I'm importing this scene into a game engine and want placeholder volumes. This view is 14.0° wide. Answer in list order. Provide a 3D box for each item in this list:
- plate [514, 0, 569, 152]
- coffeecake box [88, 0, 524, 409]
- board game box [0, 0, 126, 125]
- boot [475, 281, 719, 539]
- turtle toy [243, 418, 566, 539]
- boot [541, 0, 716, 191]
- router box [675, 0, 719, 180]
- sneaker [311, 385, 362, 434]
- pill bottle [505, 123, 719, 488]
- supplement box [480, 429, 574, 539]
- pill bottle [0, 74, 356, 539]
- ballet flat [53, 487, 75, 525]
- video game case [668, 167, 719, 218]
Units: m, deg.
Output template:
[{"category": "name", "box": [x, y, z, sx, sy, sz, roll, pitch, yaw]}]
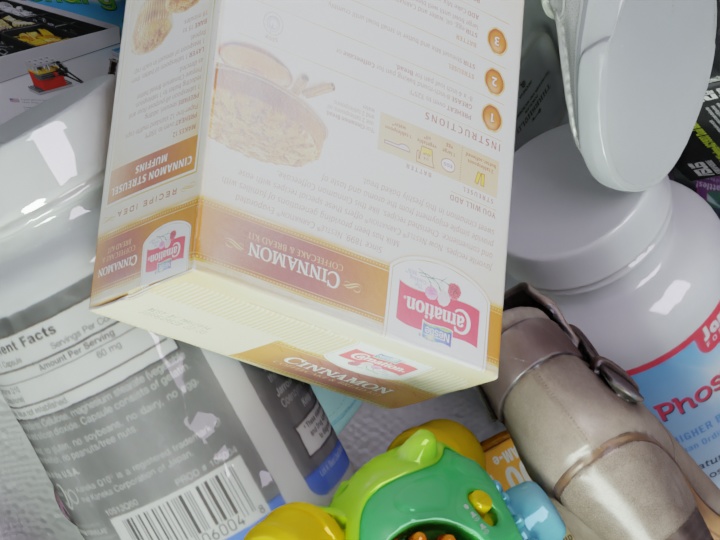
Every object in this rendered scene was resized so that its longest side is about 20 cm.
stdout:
[{"category": "plate", "box": [0.067, -0.080, 1.342, 0.200, 0.032, 0.200, -55, 140, -27]}, {"category": "coffeecake box", "box": [-0.017, -0.063, 1.168, 0.153, 0.073, 0.201, 20, 64, -35]}, {"category": "board game box", "box": [-0.143, -0.077, 1.297, 0.199, 0.035, 0.126, 1, 42, -25]}, {"category": "boot", "box": [0.099, 0.073, 1.251, 0.070, 0.200, 0.146, -36, 87, -2]}, {"category": "turtle toy", "box": [0.028, 0.158, 1.166, 0.146, 0.101, 0.201, -28, 124, -53]}, {"category": "boot", "box": [0.097, -0.137, 1.262, 0.073, 0.095, 0.201, 2, 94, -43]}, {"category": "router box", "box": [0.152, -0.135, 1.378, 0.062, 0.200, 0.151, -12, 79, 15]}, {"category": "sneaker", "box": [0.000, 0.000, 1.370, 0.200, 0.074, 0.082, -55, 142, -37]}, {"category": "pill bottle", "box": [0.130, 0.029, 1.339, 0.109, 0.108, 0.200, -58, 136, -27]}, {"category": "supplement box", "box": [0.069, 0.185, 1.333, 0.126, 0.073, 0.201, -27, 88, -28]}, {"category": "pill bottle", "box": [-0.094, 0.029, 1.200, 0.114, 0.114, 0.201, -33, 101, -29]}, {"category": "ballet flat", "box": [-0.087, 0.021, 1.308, 0.069, 0.071, 0.201, 21, 67, -16]}, {"category": "video game case", "box": [0.144, -0.086, 1.478, 0.199, 0.023, 0.183, 11, 71, -24]}]
